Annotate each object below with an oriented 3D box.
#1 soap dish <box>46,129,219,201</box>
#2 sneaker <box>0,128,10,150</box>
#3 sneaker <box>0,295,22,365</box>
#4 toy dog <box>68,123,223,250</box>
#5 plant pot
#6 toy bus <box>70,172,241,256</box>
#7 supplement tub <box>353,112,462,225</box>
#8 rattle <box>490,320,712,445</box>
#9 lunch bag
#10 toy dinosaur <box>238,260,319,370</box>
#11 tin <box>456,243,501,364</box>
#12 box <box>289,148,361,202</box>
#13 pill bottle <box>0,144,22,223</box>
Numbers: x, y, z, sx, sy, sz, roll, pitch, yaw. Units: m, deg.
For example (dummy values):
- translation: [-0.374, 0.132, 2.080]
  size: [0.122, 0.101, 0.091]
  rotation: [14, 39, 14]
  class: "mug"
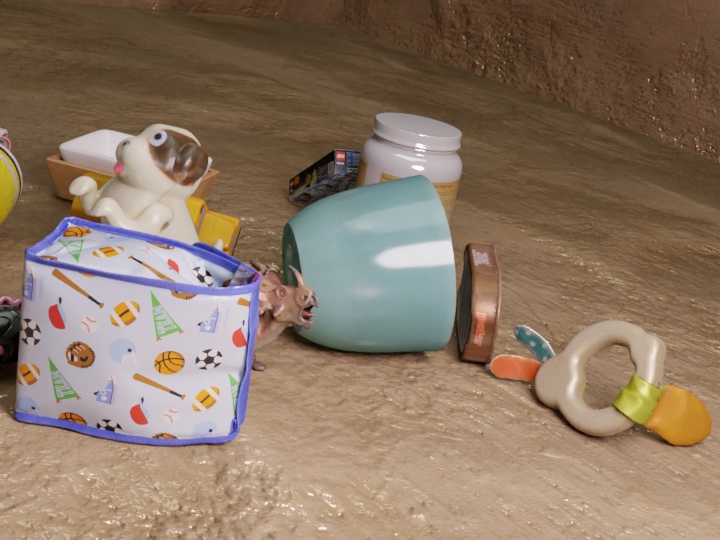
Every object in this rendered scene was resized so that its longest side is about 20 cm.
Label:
- translation: [-0.322, -0.133, 1.589]
  size: [0.199, 0.082, 0.157]
  rotation: [15, 20, 11]
  class: "soap dish"
- translation: [-0.561, -0.192, 1.630]
  size: [0.104, 0.076, 0.201]
  rotation: [5, 26, -11]
  class: "sneaker"
- translation: [-0.372, 0.079, 1.019]
  size: [0.199, 0.079, 0.096]
  rotation: [-1, 45, -29]
  class: "sneaker"
- translation: [-0.233, -0.066, 1.274]
  size: [0.193, 0.201, 0.140]
  rotation: [1, 22, -26]
  class: "toy dog"
- translation: [0.000, 0.000, 1.246]
  size: [0.160, 0.202, 0.201]
  rotation: [-6, 23, -14]
  class: "plant pot"
- translation: [-0.256, -0.064, 1.408]
  size: [0.199, 0.065, 0.078]
  rotation: [14, -20, 7]
  class: "toy bus"
- translation: [0.062, -0.106, 1.549]
  size: [0.143, 0.201, 0.145]
  rotation: [10, 20, -4]
  class: "supplement tub"
- translation: [0.264, 0.124, 1.228]
  size: [0.142, 0.131, 0.199]
  rotation: [8, -10, -42]
  class: "rattle"
- translation: [-0.193, 0.059, 1.000]
  size: [0.199, 0.171, 0.124]
  rotation: [11, 24, 4]
  class: "lunch bag"
- translation: [-0.147, 0.044, 1.115]
  size: [0.199, 0.136, 0.086]
  rotation: [8, 20, -7]
  class: "toy dinosaur"
- translation: [0.140, 0.035, 1.333]
  size: [0.042, 0.113, 0.200]
  rotation: [10, 19, -1]
  class: "tin"
- translation: [-0.013, -0.138, 1.699]
  size: [0.136, 0.040, 0.200]
  rotation: [3, -10, -23]
  class: "box"
- translation: [-0.476, -0.084, 1.318]
  size: [0.112, 0.113, 0.200]
  rotation: [9, 19, -7]
  class: "pill bottle"
